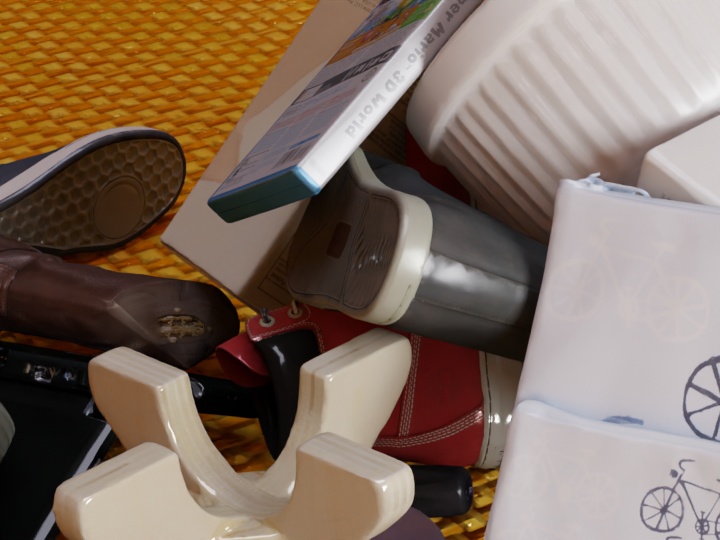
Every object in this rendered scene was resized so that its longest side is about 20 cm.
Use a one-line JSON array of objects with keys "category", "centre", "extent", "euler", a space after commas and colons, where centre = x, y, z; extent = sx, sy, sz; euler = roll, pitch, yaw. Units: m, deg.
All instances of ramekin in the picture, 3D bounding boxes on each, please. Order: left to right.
[{"category": "ramekin", "centre": [0.129, -0.086, 1.065], "extent": [0.200, 0.200, 0.105], "euler": [-28, 75, -38]}]

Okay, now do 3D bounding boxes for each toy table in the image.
[{"category": "toy table", "centre": [-0.047, 0.110, 0.984], "extent": [0.183, 0.118, 0.200], "euler": [11, 29, 32]}]

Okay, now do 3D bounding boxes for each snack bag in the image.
[{"category": "snack bag", "centre": [0.134, 0.068, 0.889], "extent": [0.188, 0.201, 0.021], "euler": [10, -5, 37]}]

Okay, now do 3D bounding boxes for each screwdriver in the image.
[{"category": "screwdriver", "centre": [-0.044, 0.108, 1.100], "extent": [0.199, 0.028, 0.029], "euler": [-5, 23, 13]}]

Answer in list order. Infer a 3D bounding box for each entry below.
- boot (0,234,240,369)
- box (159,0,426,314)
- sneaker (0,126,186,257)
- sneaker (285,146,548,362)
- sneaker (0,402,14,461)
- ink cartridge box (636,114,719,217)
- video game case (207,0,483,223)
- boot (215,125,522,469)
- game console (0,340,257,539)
[{"category": "boot", "centre": [-0.184, 0.010, 1.226], "extent": [0.199, 0.065, 0.186], "euler": [16, 8, 42]}, {"category": "box", "centre": [-0.006, -0.065, 1.237], "extent": [0.078, 0.095, 0.200], "euler": [34, 88, 43]}, {"category": "sneaker", "centre": [-0.220, -0.053, 1.416], "extent": [0.202, 0.077, 0.146], "euler": [-24, 33, -31]}, {"category": "sneaker", "centre": [0.034, 0.000, 1.044], "extent": [0.106, 0.075, 0.200], "euler": [20, 8, -17]}, {"category": "sneaker", "centre": [-0.262, 0.104, 1.064], "extent": [0.198, 0.076, 0.115], "euler": [0, 49, 25]}, {"category": "ink cartridge box", "centre": [0.222, 0.035, 0.974], "extent": [0.144, 0.148, 0.200], "euler": [-25, 53, -32]}, {"category": "video game case", "centre": [0.015, -0.106, 1.095], "extent": [0.200, 0.018, 0.143], "euler": [-50, 12, -16]}, {"category": "boot", "centre": [0.000, 0.000, 1.140], "extent": [0.143, 0.073, 0.201], "euler": [1, 62, -9]}, {"category": "game console", "centre": [-0.178, 0.095, 1.151], "extent": [0.199, 0.117, 0.176], "euler": [8, -2, 35]}]
